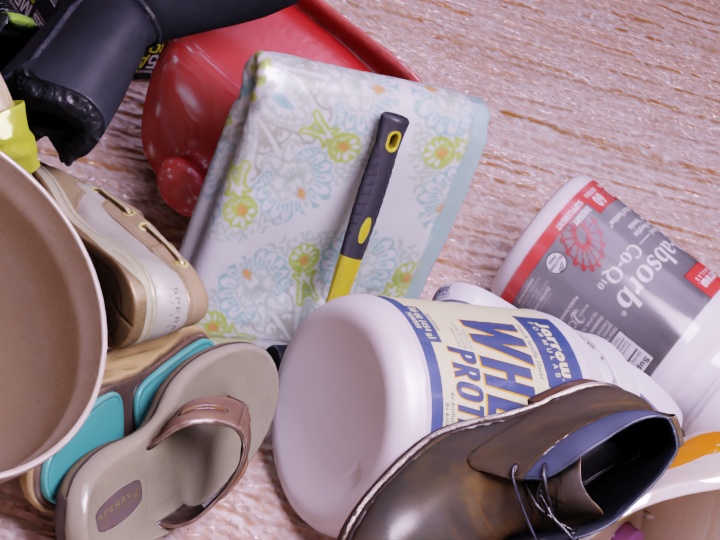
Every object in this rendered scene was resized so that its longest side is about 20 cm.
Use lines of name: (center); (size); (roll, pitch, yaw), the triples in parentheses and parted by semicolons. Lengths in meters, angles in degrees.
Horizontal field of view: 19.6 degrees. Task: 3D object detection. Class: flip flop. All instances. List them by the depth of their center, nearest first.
flip flop: (-0.097, 0.105, 1.175); (0.057, 0.082, 0.200); (-3, 19, 32)

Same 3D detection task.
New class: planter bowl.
planter bowl: (-0.247, 0.039, 1.068); (0.199, 0.135, 0.202); (21, 52, -29)

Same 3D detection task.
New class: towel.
towel: (-0.022, -0.034, 1.337); (0.170, 0.201, 0.048); (7, 26, -32)

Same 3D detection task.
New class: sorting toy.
sorting toy: (0.142, 0.190, 1.211); (0.179, 0.202, 0.106); (-21, 39, -40)

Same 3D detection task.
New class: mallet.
mallet: (0.000, 0.000, 1.315); (0.065, 0.201, 0.041); (18, 13, -30)

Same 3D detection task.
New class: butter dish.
butter dish: (-0.079, -0.091, 1.410); (0.199, 0.200, 0.148); (38, 55, 13)

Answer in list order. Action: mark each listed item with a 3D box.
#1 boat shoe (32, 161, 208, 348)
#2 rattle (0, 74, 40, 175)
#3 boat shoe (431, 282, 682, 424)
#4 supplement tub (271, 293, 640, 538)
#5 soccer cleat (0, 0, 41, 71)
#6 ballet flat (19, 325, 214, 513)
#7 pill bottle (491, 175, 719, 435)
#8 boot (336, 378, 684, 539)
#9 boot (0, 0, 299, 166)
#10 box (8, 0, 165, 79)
boat shoe: (-0.160, -0.011, 1.272); (0.066, 0.075, 0.200); (-2, 30, -35)
rattle: (-0.284, -0.083, 1.226); (0.142, 0.131, 0.200); (-35, 55, -17)
boat shoe: (0.129, 0.084, 1.441); (0.199, 0.071, 0.070); (30, 58, -11)
supplement tub: (0.061, 0.093, 1.279); (0.199, 0.146, 0.146); (5, 40, -36)
soccer cleat: (-0.244, -0.152, 1.413); (0.067, 0.081, 0.201); (12, 37, -29)
ballet flat: (-0.154, 0.083, 1.203); (0.062, 0.069, 0.200); (12, 22, 23)
pill bottle: (0.204, 0.033, 1.517); (0.200, 0.116, 0.116); (38, 32, 10)
boot: (0.082, 0.118, 1.140); (0.199, 0.097, 0.075); (-30, 100, -18)
boot: (-0.131, -0.141, 1.285); (0.077, 0.199, 0.169); (61, 37, -34)
box: (-0.205, -0.224, 1.586); (0.159, 0.044, 0.200); (-2, 45, -43)
